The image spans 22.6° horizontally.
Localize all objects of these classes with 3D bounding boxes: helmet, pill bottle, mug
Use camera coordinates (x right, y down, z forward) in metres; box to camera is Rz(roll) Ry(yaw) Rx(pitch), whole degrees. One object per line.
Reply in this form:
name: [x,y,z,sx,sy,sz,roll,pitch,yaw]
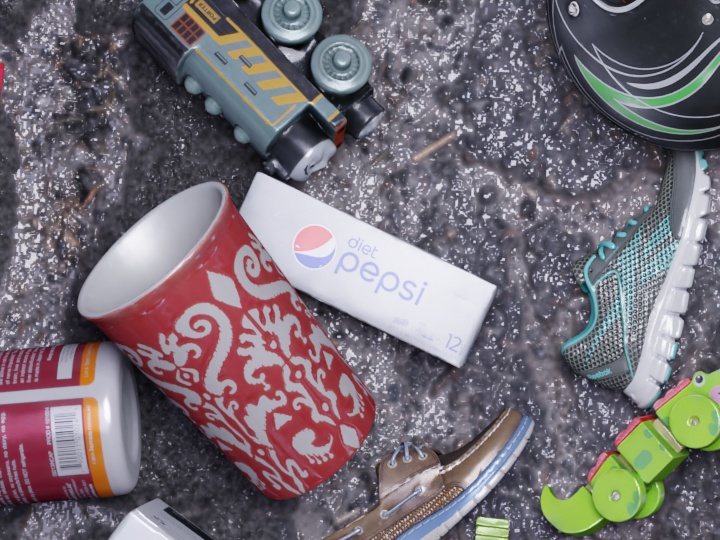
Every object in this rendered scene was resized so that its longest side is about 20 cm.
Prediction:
helmet: [0.233,-0.183,1.283,0.189,0.199,0.202,-21,85,34]
pill bottle: [-0.265,0.115,1.317,0.197,0.113,0.114,-5,86,2]
mug: [-0.092,0.049,1.299,0.133,0.178,0.200,-40,112,-1]

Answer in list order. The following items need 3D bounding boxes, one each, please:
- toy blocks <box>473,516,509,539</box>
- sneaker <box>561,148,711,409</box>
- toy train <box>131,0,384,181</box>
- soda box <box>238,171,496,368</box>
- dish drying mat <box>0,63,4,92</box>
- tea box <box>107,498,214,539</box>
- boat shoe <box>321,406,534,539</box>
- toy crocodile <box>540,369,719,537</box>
toy blocks: [0.099,0.283,1.283,0.099,0.137,0.203,6,86,2]
sneaker: [0.203,-0.004,1.332,0.090,0.078,0.202,15,85,7]
toy train: [-0.076,-0.158,1.335,0.114,0.085,0.200,-43,84,-12]
soda box: [0.000,0.000,1.340,0.198,0.063,0.069,25,89,3]
dish drying mat: [-0.326,-0.066,1.377,0.076,0.018,0.202,11,87,2]
tea box: [-0.132,0.302,1.290,0.199,0.134,0.198,35,88,3]
boat shoe: [0.041,0.164,1.325,0.200,0.072,0.072,-44,85,-1]
toy crocodile: [0.216,0.127,1.311,0.200,0.067,0.062,-46,70,16]
